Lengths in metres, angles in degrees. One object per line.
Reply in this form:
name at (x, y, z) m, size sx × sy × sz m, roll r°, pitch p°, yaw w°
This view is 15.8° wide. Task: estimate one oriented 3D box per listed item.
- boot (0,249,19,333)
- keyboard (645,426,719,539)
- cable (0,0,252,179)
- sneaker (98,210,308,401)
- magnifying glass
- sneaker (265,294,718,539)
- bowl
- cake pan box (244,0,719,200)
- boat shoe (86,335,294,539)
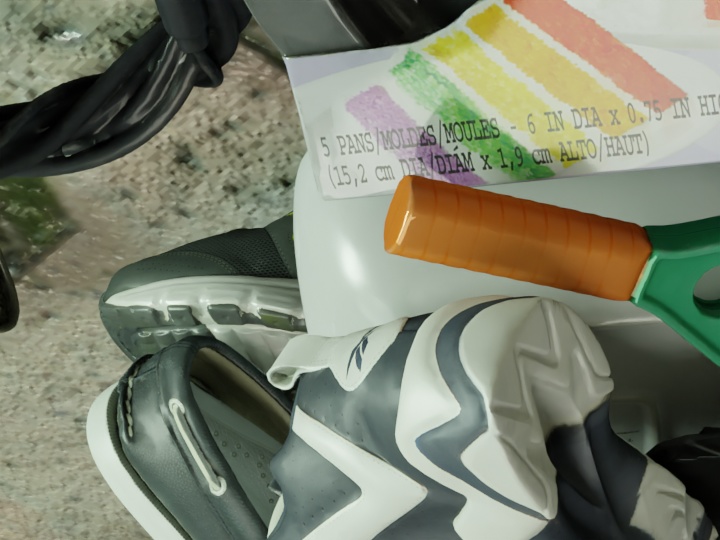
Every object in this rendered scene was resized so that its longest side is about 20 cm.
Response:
boot at (-0.234, 0.026, 1.106) m, size 0.199 × 0.073 × 0.182 m, roll -14°, pitch 146°, yaw 18°
keyboard at (0.132, 0.097, 0.911) m, size 0.127 × 0.021 × 0.200 m, roll 8°, pitch 155°, yaw -12°
cable at (-0.103, -0.084, 0.862) m, size 0.163 × 0.051 × 0.200 m, roll -43°, pitch 161°, yaw 19°
sneaker at (0.000, 0.000, 0.990) m, size 0.199 × 0.085 × 0.075 m, roll -4°, pitch 142°, yaw 9°
magnifying glass at (0.104, 0.003, 0.797) m, size 0.199 × 0.022 × 0.080 m, roll 12°, pitch 119°, yaw -16°
sneaker at (0.035, 0.090, 0.835) m, size 0.129 × 0.080 × 0.199 m, roll 2°, pitch 139°, yaw 39°
bowl at (0.078, 0.028, 0.897) m, size 0.199 × 0.075 × 0.200 m, roll -4°, pitch 142°, yaw 6°
cake pan box at (0.057, -0.118, 0.756) m, size 0.199 × 0.052 × 0.185 m, roll -4°, pitch 116°, yaw 18°
boat shoe at (-0.016, 0.108, 0.964) m, size 0.200 × 0.076 × 0.060 m, roll 43°, pitch 132°, yaw -13°
